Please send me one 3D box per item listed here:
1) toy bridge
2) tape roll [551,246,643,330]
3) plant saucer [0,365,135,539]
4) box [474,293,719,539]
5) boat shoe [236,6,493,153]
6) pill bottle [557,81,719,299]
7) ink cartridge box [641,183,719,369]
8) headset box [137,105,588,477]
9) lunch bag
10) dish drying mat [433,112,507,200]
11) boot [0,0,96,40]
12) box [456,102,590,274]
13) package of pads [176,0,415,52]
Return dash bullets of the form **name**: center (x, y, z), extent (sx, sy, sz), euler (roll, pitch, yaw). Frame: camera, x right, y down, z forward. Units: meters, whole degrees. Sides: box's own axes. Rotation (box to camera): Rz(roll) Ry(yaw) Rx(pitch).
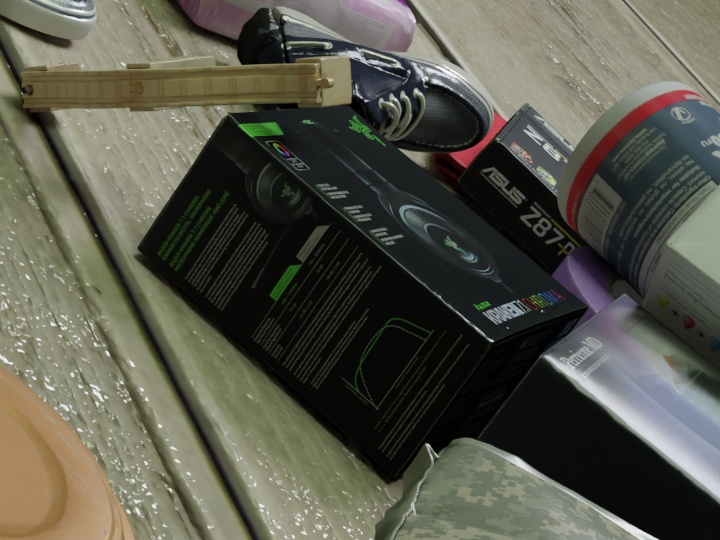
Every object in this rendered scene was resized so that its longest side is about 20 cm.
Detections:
- **toy bridge**: center (-0.100, -0.098, 1.248), extent (0.198, 0.028, 0.067), euler (1, 8, 31)
- **tape roll**: center (0.193, 0.073, 1.487), extent (0.199, 0.066, 0.200), euler (33, 18, -12)
- **plant saucer**: center (-0.168, 0.071, 0.894), extent (0.199, 0.032, 0.201), euler (33, 18, -12)
- **box**: center (0.156, 0.128, 1.197), extent (0.198, 0.124, 0.200), euler (38, 18, 9)
- **boat shoe**: center (0.012, -0.107, 1.602), extent (0.199, 0.075, 0.093), euler (16, 29, -25)
- **pill bottle**: center (0.227, -0.013, 1.467), extent (0.200, 0.120, 0.119), euler (48, 22, 30)
- **ink cartridge box**: center (0.216, 0.044, 1.317), extent (0.115, 0.068, 0.200), euler (39, -22, 15)
- **headset box**: center (0.000, 0.000, 1.271), extent (0.200, 0.093, 0.174), euler (40, 18, 15)
- **lunch bag**: center (0.079, 0.167, 0.970), extent (0.200, 0.118, 0.164), euler (41, 19, 0)
- **dish drying mat**: center (0.092, -0.088, 1.772), extent (0.077, 0.018, 0.200), euler (34, 18, -5)
- **boot**: center (-0.228, -0.223, 1.403), extent (0.199, 0.091, 0.073), euler (31, 19, -15)
- **box**: center (0.164, -0.024, 1.670), extent (0.200, 0.049, 0.161), euler (44, 16, 0)
- **package of pads**: center (-0.061, -0.208, 1.696), extent (0.199, 0.076, 0.121), euler (16, 30, -46)
